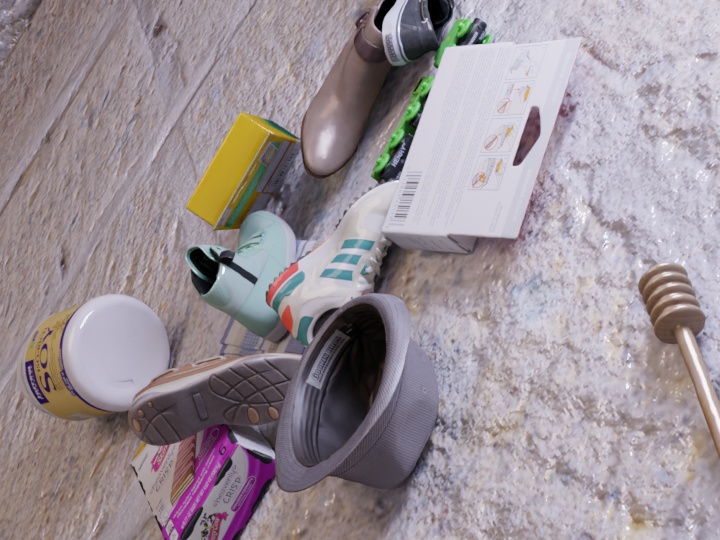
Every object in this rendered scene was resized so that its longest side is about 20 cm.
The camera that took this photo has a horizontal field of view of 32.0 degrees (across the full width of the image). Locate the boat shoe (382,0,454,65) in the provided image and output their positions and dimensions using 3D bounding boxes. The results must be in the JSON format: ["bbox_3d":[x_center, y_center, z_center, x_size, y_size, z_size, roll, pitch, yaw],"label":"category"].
[{"bbox_3d":[0.071,-0.276,1.330,0.056,0.069,0.201,-9,33,21],"label":"boat shoe"}]

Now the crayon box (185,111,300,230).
[{"bbox_3d":[-0.135,-0.114,1.453,0.127,0.051,0.200,-59,-4,6],"label":"crayon box"}]

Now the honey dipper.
[{"bbox_3d":[0.229,0.080,0.832,0.038,0.038,0.202,-42,39,31],"label":"honey dipper"}]

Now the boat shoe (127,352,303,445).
[{"bbox_3d":[-0.138,0.116,1.268,0.072,0.196,0.077,-105,4,-67],"label":"boat shoe"}]

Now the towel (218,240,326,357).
[{"bbox_3d":[-0.081,0.035,1.376,0.199,0.024,0.149,-1,63,56],"label":"towel"}]

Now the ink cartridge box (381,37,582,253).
[{"bbox_3d":[0.119,-0.115,1.158,0.172,0.043,0.203,6,71,47],"label":"ink cartridge box"}]

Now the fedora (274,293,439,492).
[{"bbox_3d":[0.008,0.120,1.092,0.177,0.090,0.202,-43,28,28],"label":"fedora"}]

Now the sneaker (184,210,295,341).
[{"bbox_3d":[-0.133,-0.021,1.365,0.074,0.117,0.202,-46,31,22],"label":"sneaker"}]

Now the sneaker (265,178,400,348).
[{"bbox_3d":[-0.001,0.000,1.249,0.199,0.070,0.094,-41,65,12],"label":"sneaker"}]

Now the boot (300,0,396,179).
[{"bbox_3d":[-0.002,-0.214,1.379,0.147,0.069,0.202,125,165,-50],"label":"boot"}]

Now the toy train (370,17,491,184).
[{"bbox_3d":[0.068,-0.170,1.277,0.202,0.041,0.056,-59,19,-3],"label":"toy train"}]

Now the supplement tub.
[{"bbox_3d":[-0.349,0.116,1.615,0.199,0.144,0.148,-18,51,52],"label":"supplement tub"}]

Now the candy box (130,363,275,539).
[{"bbox_3d":[-0.170,0.205,1.338,0.138,0.060,0.200,-59,29,5],"label":"candy box"}]
